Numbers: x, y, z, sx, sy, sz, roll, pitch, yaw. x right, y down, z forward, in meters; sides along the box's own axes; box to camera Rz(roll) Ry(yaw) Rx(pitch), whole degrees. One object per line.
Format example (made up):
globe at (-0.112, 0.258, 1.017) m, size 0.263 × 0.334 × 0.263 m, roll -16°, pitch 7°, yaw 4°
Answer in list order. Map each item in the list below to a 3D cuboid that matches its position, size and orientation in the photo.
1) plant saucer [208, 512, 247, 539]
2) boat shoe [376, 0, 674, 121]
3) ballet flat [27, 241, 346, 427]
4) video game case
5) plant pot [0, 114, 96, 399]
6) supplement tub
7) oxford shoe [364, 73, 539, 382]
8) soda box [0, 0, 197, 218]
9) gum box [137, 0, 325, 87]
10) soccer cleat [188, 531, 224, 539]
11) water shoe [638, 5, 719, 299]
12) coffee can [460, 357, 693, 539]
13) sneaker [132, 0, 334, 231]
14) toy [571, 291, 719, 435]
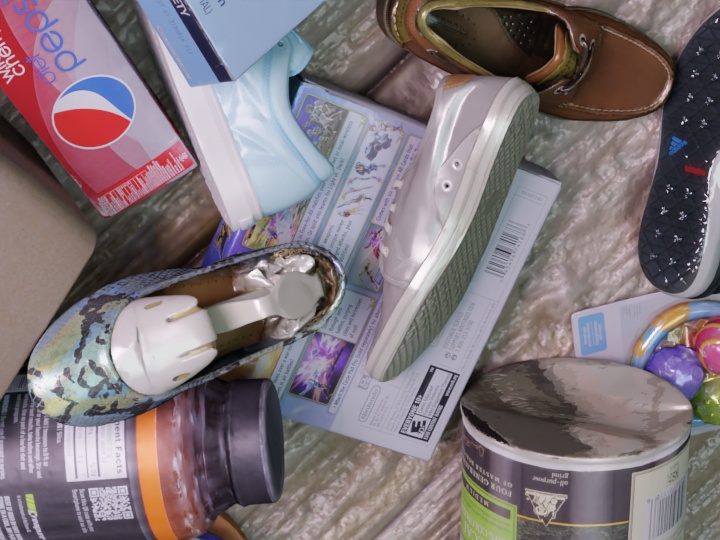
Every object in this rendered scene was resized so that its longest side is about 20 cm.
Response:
plant saucer at (-0.157, 0.228, 1.015) m, size 0.200 × 0.032 × 0.201 m, roll -6°, pitch 111°, yaw -16°
boat shoe at (0.107, -0.125, 0.943) m, size 0.200 × 0.068 × 0.072 m, roll 10°, pitch 105°, yaw -22°
ballet flat at (-0.084, 0.026, 0.845) m, size 0.200 × 0.074 × 0.074 m, roll -26°, pitch 121°, yaw -43°
video game case at (0.000, 0.000, 0.970) m, size 0.181 × 0.045 × 0.200 m, roll 19°, pitch 103°, yaw -23°
plant pot at (-0.257, -0.020, 0.809) m, size 0.177 × 0.200 × 0.200 m, roll 28°, pitch 100°, yaw -37°
supplement tub at (-0.146, 0.104, 0.901) m, size 0.200 × 0.107 × 0.107 m, roll -4°, pitch 113°, yaw 5°
oxford shoe at (0.042, -0.027, 0.920) m, size 0.058 × 0.075 × 0.200 m, roll 28°, pitch 113°, yaw 18°
soda box at (-0.164, -0.120, 0.828) m, size 0.063 × 0.070 × 0.200 m, roll -33°, pitch 135°, yaw -2°
gum box at (-0.055, -0.221, 0.816) m, size 0.200 × 0.045 × 0.170 m, roll -46°, pitch 118°, yaw -30°
soccer cleat at (-0.085, 0.214, 0.980) m, size 0.084 × 0.065 × 0.200 m, roll -40°, pitch 116°, yaw -2°
water shoe at (0.233, -0.080, 1.013) m, size 0.079 × 0.071 × 0.200 m, roll 2°, pitch 110°, yaw -48°
coffee can at (0.136, 0.176, 1.025) m, size 0.146 × 0.146 × 0.200 m, roll -6°, pitch 111°, yaw -15°
sneaker at (-0.072, -0.127, 0.873) m, size 0.082 × 0.074 × 0.200 m, roll -22°, pitch 102°, yaw -10°
toy at (0.248, 0.064, 1.071) m, size 0.200 × 0.047 × 0.115 m, roll -14°, pitch 112°, yaw -13°
